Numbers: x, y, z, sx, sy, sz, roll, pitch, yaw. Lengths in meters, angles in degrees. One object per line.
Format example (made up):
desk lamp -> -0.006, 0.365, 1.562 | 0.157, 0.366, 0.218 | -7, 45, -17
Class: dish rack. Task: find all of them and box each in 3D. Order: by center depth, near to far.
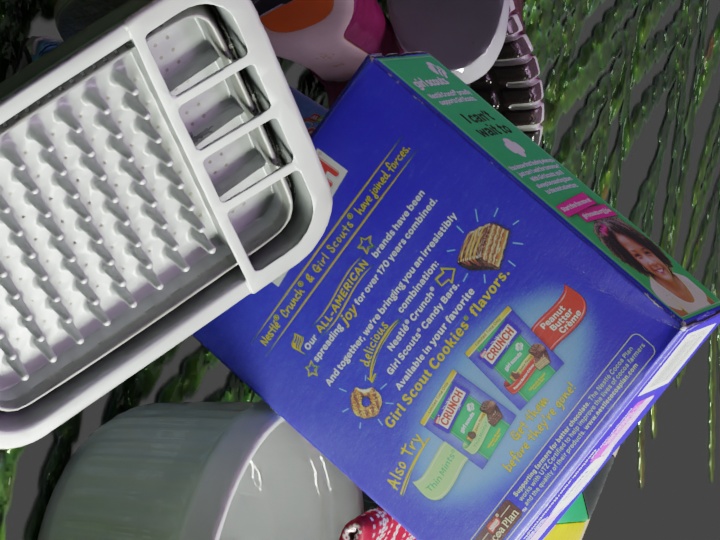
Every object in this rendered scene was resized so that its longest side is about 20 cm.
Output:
dish rack -> -0.119, -0.030, 1.087 | 0.200, 0.044, 0.172 | -35, 136, -12

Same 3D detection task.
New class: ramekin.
ramekin -> -0.083, 0.158, 1.250 | 0.200, 0.105, 0.200 | 6, 90, -67

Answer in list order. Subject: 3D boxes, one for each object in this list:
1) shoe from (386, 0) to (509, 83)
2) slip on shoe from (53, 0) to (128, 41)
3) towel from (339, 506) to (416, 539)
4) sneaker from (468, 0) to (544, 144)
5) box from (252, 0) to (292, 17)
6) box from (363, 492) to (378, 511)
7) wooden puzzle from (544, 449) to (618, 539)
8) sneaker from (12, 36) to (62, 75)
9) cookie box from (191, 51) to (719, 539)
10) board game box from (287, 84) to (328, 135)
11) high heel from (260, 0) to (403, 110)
shoe -> 0.053, -0.171, 1.481 | 0.091, 0.071, 0.200 | 66, 10, -54
slip on shoe -> -0.093, -0.146, 1.099 | 0.200, 0.074, 0.061 | 116, -16, -66
towel -> 0.027, 0.177, 1.280 | 0.200, 0.022, 0.145 | -8, 119, -61
sneaker -> 0.095, -0.161, 1.646 | 0.116, 0.076, 0.200 | -52, 141, -57
box -> -0.062, -0.192, 1.152 | 0.044, 0.160, 0.200 | 66, 9, 29
box -> 0.036, 0.120, 1.523 | 0.200, 0.106, 0.122 | -40, 132, -59
wooden puzzle -> 0.075, 0.160, 1.399 | 0.185, 0.037, 0.200 | 3, 116, -51
sneaker -> -0.101, -0.057, 1.173 | 0.200, 0.090, 0.078 | 33, 65, -64
cookie box -> 0.043, 0.021, 1.190 | 0.171, 0.200, 0.075 | -53, 165, 18
board game box -> 0.000, 0.000, 1.359 | 0.037, 0.151, 0.200 | -37, 136, -20
high heel -> -0.022, -0.158, 1.394 | 0.200, 0.067, 0.096 | 52, 28, -48
